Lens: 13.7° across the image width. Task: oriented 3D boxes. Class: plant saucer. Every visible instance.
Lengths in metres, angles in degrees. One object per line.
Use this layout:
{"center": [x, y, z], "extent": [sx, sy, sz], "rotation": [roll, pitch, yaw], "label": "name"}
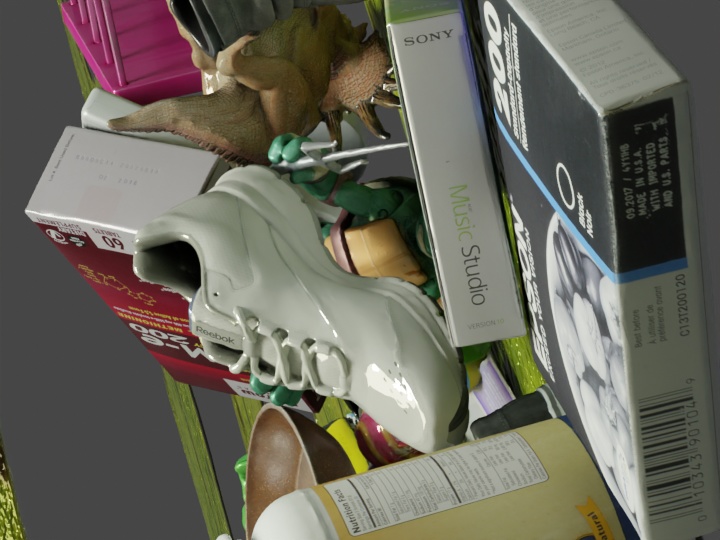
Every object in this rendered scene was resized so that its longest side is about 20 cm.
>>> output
{"center": [-0.023, 0.169, 1.610], "extent": [0.200, 0.034, 0.201], "rotation": [175, 90, -75], "label": "plant saucer"}

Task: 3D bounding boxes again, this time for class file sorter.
{"center": [-0.103, -0.194, 1.754], "extent": [0.200, 0.139, 0.126], "rotation": [-126, 24, -66], "label": "file sorter"}

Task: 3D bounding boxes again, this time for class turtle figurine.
{"center": [0.000, 0.000, 1.497], "extent": [0.200, 0.101, 0.150], "rotation": [-24, 89, 50], "label": "turtle figurine"}

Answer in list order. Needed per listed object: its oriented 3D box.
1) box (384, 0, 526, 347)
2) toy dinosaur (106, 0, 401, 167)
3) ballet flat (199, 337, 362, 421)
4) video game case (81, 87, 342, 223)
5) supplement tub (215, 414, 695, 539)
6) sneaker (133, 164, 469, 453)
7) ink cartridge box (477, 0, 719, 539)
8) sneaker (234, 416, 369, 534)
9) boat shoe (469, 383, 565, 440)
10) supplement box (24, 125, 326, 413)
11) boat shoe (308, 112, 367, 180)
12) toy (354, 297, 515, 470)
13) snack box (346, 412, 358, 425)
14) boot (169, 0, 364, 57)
{"center": [0.037, -0.069, 1.302], "extent": [0.200, 0.036, 0.145], "rotation": [-97, -5, -71], "label": "box"}
{"center": [-0.040, -0.096, 1.523], "extent": [0.086, 0.200, 0.136], "rotation": [14, 133, 31], "label": "toy dinosaur"}
{"center": [-0.026, 0.055, 1.659], "extent": [0.066, 0.057, 0.200], "rotation": [41, -167, 31], "label": "ballet flat"}
{"center": [-0.064, -0.023, 1.719], "extent": [0.182, 0.199, 0.023], "rotation": [99, -165, -68], "label": "video game case"}
{"center": [0.036, 0.150, 1.264], "extent": [0.144, 0.199, 0.145], "rotation": [165, 90, -81], "label": "supplement tub"}
{"center": [-0.028, 0.029, 1.397], "extent": [0.200, 0.087, 0.075], "rotation": [36, 134, 36], "label": "sneaker"}
{"center": [0.087, -0.027, 1.178], "extent": [0.200, 0.043, 0.199], "rotation": [-117, 15, -57], "label": "ink cartridge box"}
{"center": [-0.019, 0.161, 1.744], "extent": [0.200, 0.085, 0.078], "rotation": [-125, 22, -62], "label": "sneaker"}
{"center": [0.081, 0.126, 1.408], "extent": [0.200, 0.056, 0.069], "rotation": [85, 166, -46], "label": "boat shoe"}
{"center": [-0.093, 0.002, 1.694], "extent": [0.061, 0.109, 0.200], "rotation": [-66, -33, -21], "label": "supplement box"}
{"center": [-0.035, -0.068, 1.729], "extent": [0.200, 0.068, 0.057], "rotation": [108, 168, -67], "label": "boat shoe"}
{"center": [0.028, 0.096, 1.587], "extent": [0.115, 0.047, 0.200], "rotation": [59, 151, 32], "label": "toy"}
{"center": [0.038, 0.138, 1.748], "extent": [0.200, 0.037, 0.117], "rotation": [180, 75, -80], "label": "snack box"}
{"center": [-0.051, -0.211, 1.422], "extent": [0.070, 0.131, 0.201], "rotation": [118, 136, -78], "label": "boot"}
